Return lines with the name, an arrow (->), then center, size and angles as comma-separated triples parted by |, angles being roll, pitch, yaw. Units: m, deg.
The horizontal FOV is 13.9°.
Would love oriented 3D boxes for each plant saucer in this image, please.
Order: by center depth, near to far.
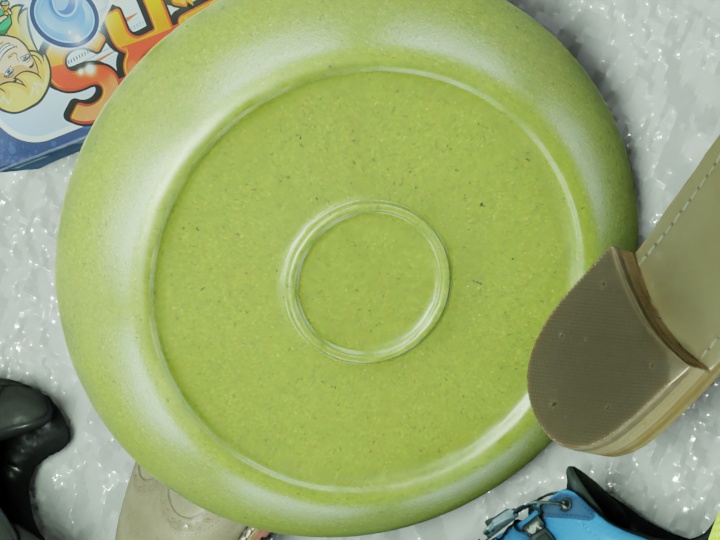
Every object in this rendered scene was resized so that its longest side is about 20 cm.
plant saucer -> 0.000, 0.000, 0.971 | 0.199, 0.031, 0.201 | -3, 107, -11

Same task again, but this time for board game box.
board game box -> -0.061, -0.130, 1.044 | 0.199, 0.034, 0.136 | -20, 87, 23

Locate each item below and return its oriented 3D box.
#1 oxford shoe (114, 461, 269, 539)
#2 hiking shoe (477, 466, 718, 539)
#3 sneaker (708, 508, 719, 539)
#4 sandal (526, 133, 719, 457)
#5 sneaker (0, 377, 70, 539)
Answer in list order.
oxford shoe -> -0.052, 0.025, 1.024 | 0.070, 0.075, 0.201 | 30, 103, 43
hiking shoe -> 0.059, 0.110, 1.003 | 0.199, 0.074, 0.087 | 1, 86, 14
sneaker -> 0.140, 0.041, 0.878 | 0.200, 0.090, 0.078 | -63, 34, 37
sandal -> 0.146, -0.012, 0.934 | 0.212, 0.069, 0.078 | -43, 55, 30
sneaker -> -0.155, 0.126, 1.063 | 0.090, 0.076, 0.201 | 2, 73, 14
